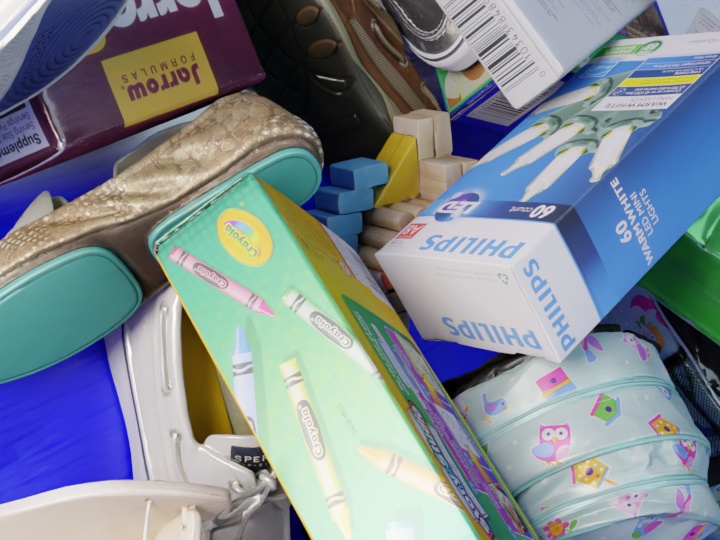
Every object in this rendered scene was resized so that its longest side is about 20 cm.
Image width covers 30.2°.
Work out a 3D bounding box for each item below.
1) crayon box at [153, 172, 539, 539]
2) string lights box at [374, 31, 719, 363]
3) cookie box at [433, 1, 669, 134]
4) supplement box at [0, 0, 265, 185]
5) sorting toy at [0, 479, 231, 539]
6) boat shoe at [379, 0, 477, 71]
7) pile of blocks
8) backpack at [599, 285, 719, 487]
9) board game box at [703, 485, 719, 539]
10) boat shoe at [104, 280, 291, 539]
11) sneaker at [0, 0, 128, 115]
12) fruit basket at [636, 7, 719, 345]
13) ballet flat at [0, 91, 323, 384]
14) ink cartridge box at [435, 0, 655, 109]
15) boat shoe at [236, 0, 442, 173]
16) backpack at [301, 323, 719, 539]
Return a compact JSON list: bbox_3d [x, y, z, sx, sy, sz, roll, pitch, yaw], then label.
[{"bbox_3d":[0.001,0.064,0.574,0.200,0.058,0.119,58,10,26],"label":"crayon box"},{"bbox_3d":[0.115,-0.042,0.669,0.200,0.103,0.059,-42,116,-26],"label":"string lights box"},{"bbox_3d":[0.110,-0.184,0.850,0.171,0.075,0.200,6,60,-42],"label":"cookie box"},{"bbox_3d":[-0.152,-0.151,0.605,0.131,0.103,0.200,-30,102,-45],"label":"supplement box"},{"bbox_3d":[-0.159,0.179,0.532,0.180,0.107,0.200,15,70,-33],"label":"sorting toy"},{"bbox_3d":[0.015,-0.205,0.774,0.068,0.072,0.200,4,61,-47],"label":"boat shoe"},{"bbox_3d":[0.000,0.000,0.695,0.082,0.062,0.200,31,81,-37],"label":"pile of blocks"},{"bbox_3d":[0.217,0.020,0.880,0.200,0.150,0.178,54,51,-10],"label":"backpack"},{"bbox_3d":[0.304,0.189,0.891,0.134,0.200,0.034,-43,110,-40],"label":"board game box"},{"bbox_3d":[-0.059,0.092,0.647,0.075,0.086,0.202,-12,89,-44],"label":"boat shoe"},{"bbox_3d":[-0.187,-0.096,0.509,0.115,0.199,0.081,55,30,-3],"label":"sneaker"},{"bbox_3d":[0.240,-0.044,0.793,0.185,0.094,0.200,35,50,-2],"label":"fruit basket"},{"bbox_3d":[-0.111,-0.018,0.614,0.200,0.065,0.071,-29,142,-8],"label":"ballet flat"},{"bbox_3d":[0.079,-0.207,0.748,0.197,0.043,0.200,53,38,-2],"label":"ink cartridge box"},{"bbox_3d":[-0.013,-0.120,0.757,0.200,0.076,0.074,55,42,-31],"label":"boat shoe"},{"bbox_3d":[0.087,0.113,0.692,0.167,0.200,0.127,3,56,-47],"label":"backpack"}]
